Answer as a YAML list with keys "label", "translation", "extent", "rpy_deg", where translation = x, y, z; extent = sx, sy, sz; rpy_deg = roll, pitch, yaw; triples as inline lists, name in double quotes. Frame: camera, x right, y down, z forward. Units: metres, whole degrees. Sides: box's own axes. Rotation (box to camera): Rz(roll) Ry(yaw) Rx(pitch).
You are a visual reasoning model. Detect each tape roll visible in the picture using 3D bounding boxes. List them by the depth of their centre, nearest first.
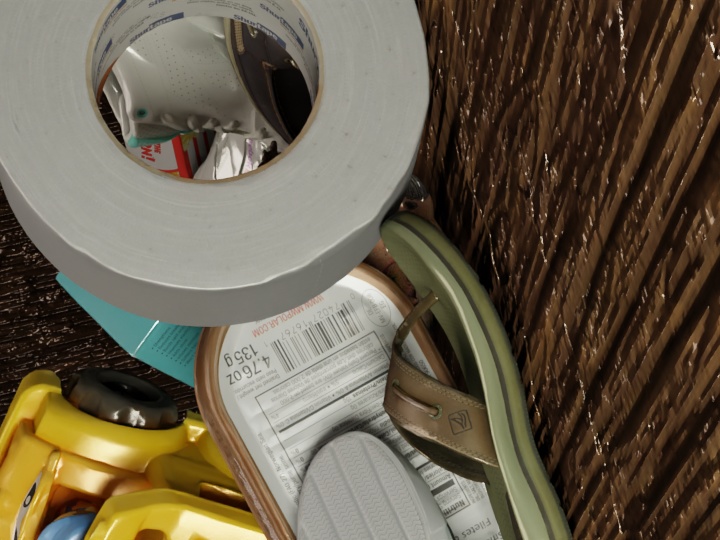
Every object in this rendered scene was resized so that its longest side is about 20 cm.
- label: "tape roll"
  translation: [-0.070, -0.079, 1.022]
  extent: [0.066, 0.199, 0.201]
  rpy_deg: [101, 155, -73]

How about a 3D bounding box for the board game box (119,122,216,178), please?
- label: "board game box"
  translation: [-0.090, -0.103, 1.424]
  extent: [0.200, 0.046, 0.152]
  rpy_deg: [81, -148, -49]

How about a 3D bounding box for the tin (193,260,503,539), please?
- label: "tin"
  translation: [0.000, 0.086, 1.046]
  extent: [0.200, 0.112, 0.042]
  rpy_deg: [61, 173, 2]

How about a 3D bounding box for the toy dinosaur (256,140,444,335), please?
- label: "toy dinosaur"
  translation: [0.000, 0.000, 1.159]
  extent: [0.086, 0.135, 0.200]
  rpy_deg: [-64, -22, -5]

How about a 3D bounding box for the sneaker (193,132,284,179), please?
- label: "sneaker"
  translation: [-0.054, -0.067, 1.331]
  extent: [0.100, 0.075, 0.201]
  rpy_deg: [-146, 60, -71]

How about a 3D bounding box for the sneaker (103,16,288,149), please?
- label: "sneaker"
  translation: [-0.089, -0.097, 1.222]
  extent: [0.089, 0.200, 0.075]
  rpy_deg: [-62, 18, -13]

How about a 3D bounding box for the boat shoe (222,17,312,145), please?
- label: "boat shoe"
  translation: [-0.031, -0.133, 1.139]
  extent: [0.073, 0.074, 0.201]
  rpy_deg: [-121, 13, -53]

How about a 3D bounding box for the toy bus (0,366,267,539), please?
- label: "toy bus"
  translation: [-0.094, 0.150, 1.112]
  extent: [0.192, 0.199, 0.136]
  rpy_deg: [-103, 33, -74]

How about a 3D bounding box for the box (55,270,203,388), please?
- label: "box"
  translation: [-0.070, 0.039, 1.235]
  extent: [0.082, 0.049, 0.200]
  rpy_deg: [41, -174, 40]

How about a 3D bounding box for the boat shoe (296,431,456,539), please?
- label: "boat shoe"
  translation: [0.033, 0.162, 0.978]
  extent: [0.071, 0.072, 0.200]
  rpy_deg: [25, -146, -52]

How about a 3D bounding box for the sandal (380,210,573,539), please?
- label: "sandal"
  translation: [0.042, 0.066, 0.968]
  extent: [0.080, 0.057, 0.202]
  rpy_deg: [83, 170, -72]
